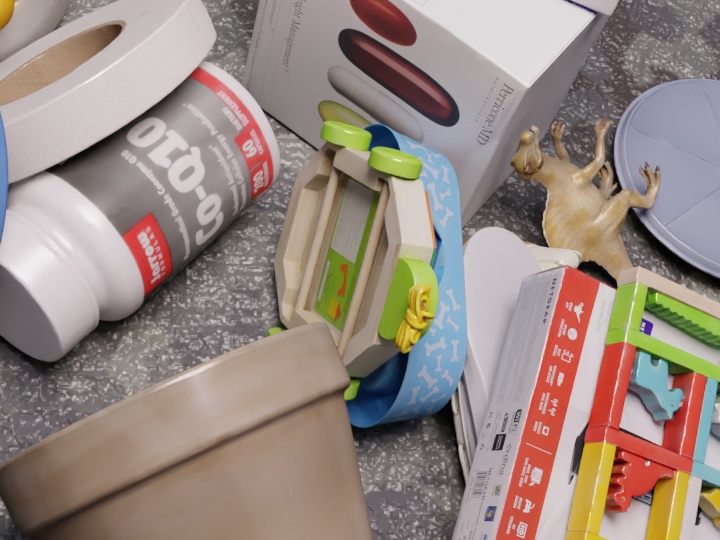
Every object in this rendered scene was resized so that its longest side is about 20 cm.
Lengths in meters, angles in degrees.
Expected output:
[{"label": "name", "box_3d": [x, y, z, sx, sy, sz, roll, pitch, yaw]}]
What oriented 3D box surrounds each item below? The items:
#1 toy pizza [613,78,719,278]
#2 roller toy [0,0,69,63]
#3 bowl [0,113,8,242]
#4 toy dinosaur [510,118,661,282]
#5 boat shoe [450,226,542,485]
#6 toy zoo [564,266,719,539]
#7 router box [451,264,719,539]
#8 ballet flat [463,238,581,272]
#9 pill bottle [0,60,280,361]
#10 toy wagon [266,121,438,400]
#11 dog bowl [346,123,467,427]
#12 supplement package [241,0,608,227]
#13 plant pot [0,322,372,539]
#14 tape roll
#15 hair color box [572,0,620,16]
[{"label": "toy pizza", "box_3d": [0.291, -0.068, 0.968, 0.200, 0.032, 0.200, 7, 57, -11]}, {"label": "roller toy", "box_3d": [-0.296, -0.245, 0.861, 0.182, 0.140, 0.200, 24, 57, 2]}, {"label": "bowl", "box_3d": [-0.274, -0.051, 0.723, 0.039, 0.201, 0.201, 1, 54, -49]}, {"label": "toy dinosaur", "box_3d": [0.172, -0.041, 0.893, 0.200, 0.058, 0.101, 48, 63, -22]}, {"label": "boat shoe", "box_3d": [0.089, 0.072, 0.801, 0.072, 0.066, 0.200, 1, 68, -27]}, {"label": "toy zoo", "box_3d": [0.189, 0.113, 0.719, 0.131, 0.020, 0.200, 23, 70, -21]}, {"label": "router box", "box_3d": [0.158, 0.123, 0.741, 0.179, 0.049, 0.200, 24, 71, -21]}, {"label": "ballet flat", "box_3d": [0.147, 0.031, 0.844, 0.068, 0.072, 0.200, -32, 70, -38]}, {"label": "pill bottle", "box_3d": [-0.155, -0.040, 0.787, 0.114, 0.114, 0.200, 38, 58, 10]}, {"label": "toy wagon", "box_3d": [0.000, 0.000, 0.749, 0.040, 0.155, 0.200, 8, 15, -30]}, {"label": "dog bowl", "box_3d": [0.024, 0.005, 0.801, 0.050, 0.111, 0.200, 8, 70, -27]}, {"label": "supplement package", "box_3d": [0.045, -0.166, 0.870, 0.200, 0.191, 0.147, 36, 58, 10]}, {"label": "plant pot", "box_3d": [-0.073, 0.147, 0.667, 0.200, 0.200, 0.174, -23, 84, -25]}, {"label": "tape roll", "box_3d": [-0.190, -0.121, 0.794, 0.203, 0.203, 0.037, -45, 120, -32]}, {"label": "hair color box", "box_3d": [0.090, -0.248, 0.750, 0.200, 0.109, 0.065, 24, 55, 0]}]
